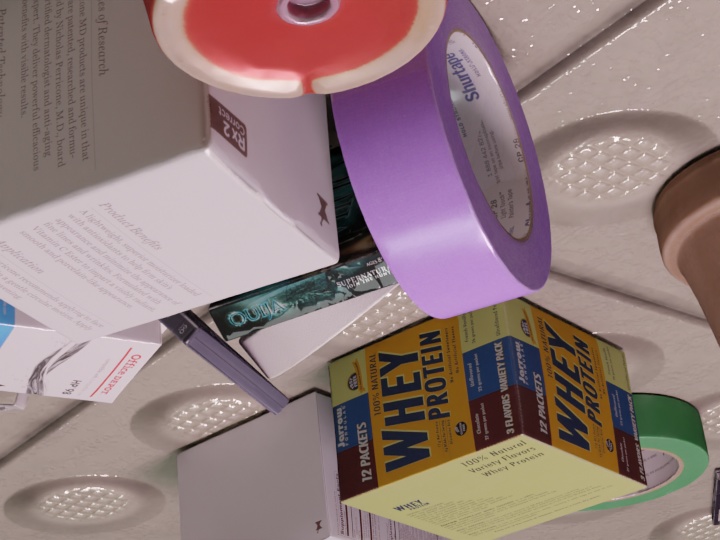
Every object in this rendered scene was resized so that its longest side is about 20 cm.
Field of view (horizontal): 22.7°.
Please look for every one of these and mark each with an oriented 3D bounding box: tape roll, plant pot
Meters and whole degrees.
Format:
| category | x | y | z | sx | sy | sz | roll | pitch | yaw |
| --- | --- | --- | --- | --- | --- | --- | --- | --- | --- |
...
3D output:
| category | x | y | z | sx | sy | sz | roll | pitch | yaw |
| --- | --- | --- | --- | --- | --- | --- | --- | --- | --- |
| tape roll | 0.052 | -0.075 | 1.106 | 0.066 | 0.200 | 0.200 | -17 | 151 | 21 |
| plant pot | 0.338 | 0.014 | 1.367 | 0.200 | 0.175 | 0.200 | -6 | 153 | -3 |
| plant pot | -0.037 | -0.196 | 0.883 | 0.200 | 0.178 | 0.201 | -6 | 152 | -3 |
| tape roll | 0.249 | 0.187 | 1.809 | 0.200 | 0.048 | 0.201 | -5 | 152 | -3 |
| tape roll | 0.000 | 0.000 | 1.278 | 0.203 | 0.037 | 0.203 | -40 | -176 | 3 |

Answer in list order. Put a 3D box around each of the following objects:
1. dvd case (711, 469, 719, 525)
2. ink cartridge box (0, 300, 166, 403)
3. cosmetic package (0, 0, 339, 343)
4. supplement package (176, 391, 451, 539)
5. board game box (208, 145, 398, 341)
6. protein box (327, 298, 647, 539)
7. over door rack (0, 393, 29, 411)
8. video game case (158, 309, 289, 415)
| category | x | y | z | sx | sy | sz | roll | pitch | yaw |
| --- | --- | --- | --- | --- | --- | --- | --- | --- | --- |
| dvd case | 0.493 | 0.239 | 1.995 | 0.200 | 0.016 | 0.149 | -8 | 151 | 5 |
| ink cartridge box | -0.233 | 0.047 | 1.419 | 0.200 | 0.067 | 0.116 | 9 | 148 | -26 |
| cosmetic package | -0.139 | -0.078 | 1.095 | 0.200 | 0.165 | 0.165 | -17 | 151 | 20 |
| supplement package | -0.040 | 0.236 | 1.730 | 0.191 | 0.147 | 0.200 | -26 | 147 | 32 |
| board game box | -0.018 | -0.033 | 1.191 | 0.135 | 0.200 | 0.028 | -19 | 115 | 17 |
| protein box | 0.112 | 0.137 | 1.590 | 0.198 | 0.135 | 0.200 | -25 | 148 | 32 |
| over door rack | -0.403 | 0.123 | 1.526 | 0.200 | 0.067 | 0.148 | -22 | 149 | 28 |
| video game case | -0.146 | 0.018 | 1.275 | 0.019 | 0.200 | 0.143 | -48 | 146 | -3 |
